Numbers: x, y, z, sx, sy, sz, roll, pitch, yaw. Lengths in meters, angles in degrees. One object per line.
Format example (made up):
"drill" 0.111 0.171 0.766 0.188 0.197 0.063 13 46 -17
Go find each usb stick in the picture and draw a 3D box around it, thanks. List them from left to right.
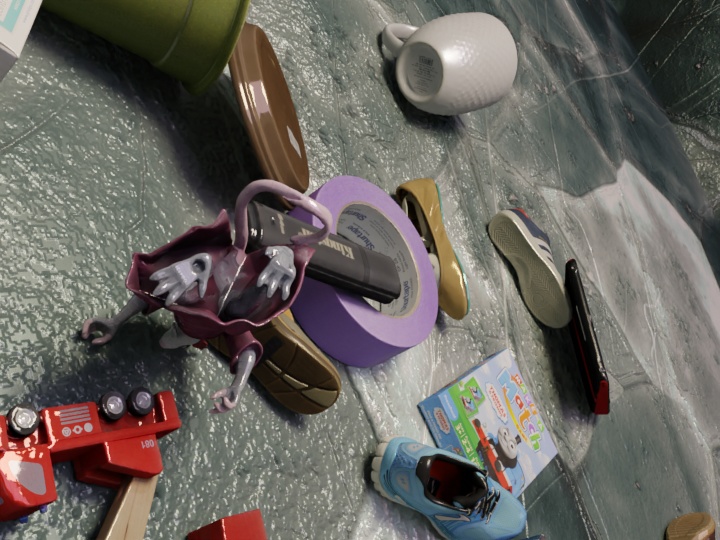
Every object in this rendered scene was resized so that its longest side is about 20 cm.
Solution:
"usb stick" -0.035 -0.014 0.721 0.198 0.032 0.057 21 50 -41

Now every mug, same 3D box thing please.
"mug" 0.119 -0.327 1.165 0.199 0.150 0.174 38 37 22

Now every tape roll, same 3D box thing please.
"tape roll" 0.000 0.000 0.837 0.198 0.065 0.204 31 45 -36

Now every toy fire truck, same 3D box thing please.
"toy fire truck" -0.166 0.160 0.532 0.198 0.048 0.144 0 66 -51

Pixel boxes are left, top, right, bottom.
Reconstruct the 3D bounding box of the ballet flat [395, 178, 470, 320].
"ballet flat" 0.087 -0.027 0.981 0.062 0.069 0.204 -3 63 -21

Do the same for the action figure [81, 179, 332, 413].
"action figure" -0.122 0.015 0.578 0.132 0.200 0.151 31 70 -7

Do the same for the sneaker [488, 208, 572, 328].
"sneaker" 0.281 -0.011 1.184 0.084 0.074 0.203 -24 85 -50

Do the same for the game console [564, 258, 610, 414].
"game console" 0.349 0.106 1.157 0.178 0.030 0.204 65 15 -60

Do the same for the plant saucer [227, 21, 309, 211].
"plant saucer" -0.091 -0.163 0.782 0.200 0.029 0.205 -16 91 -85

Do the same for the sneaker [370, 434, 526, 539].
"sneaker" 0.104 0.233 0.766 0.198 0.089 0.080 30 69 -28

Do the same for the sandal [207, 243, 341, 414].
"sandal" -0.090 0.048 0.688 0.201 0.080 0.054 49 21 -19

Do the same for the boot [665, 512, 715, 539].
"boot" 0.528 0.490 1.173 0.199 0.071 0.170 -21 95 -56

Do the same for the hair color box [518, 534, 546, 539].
"hair color box" 0.154 0.371 0.776 0.199 0.060 0.102 -22 83 -54

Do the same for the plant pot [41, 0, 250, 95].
"plant pot" -0.216 -0.286 0.688 0.186 0.200 0.204 10 58 -32

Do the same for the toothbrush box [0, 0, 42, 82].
"toothbrush box" -0.277 -0.151 0.481 0.084 0.198 0.149 29 44 -34

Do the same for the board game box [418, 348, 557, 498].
"board game box" 0.163 0.196 0.928 0.199 0.036 0.154 -18 81 -55
